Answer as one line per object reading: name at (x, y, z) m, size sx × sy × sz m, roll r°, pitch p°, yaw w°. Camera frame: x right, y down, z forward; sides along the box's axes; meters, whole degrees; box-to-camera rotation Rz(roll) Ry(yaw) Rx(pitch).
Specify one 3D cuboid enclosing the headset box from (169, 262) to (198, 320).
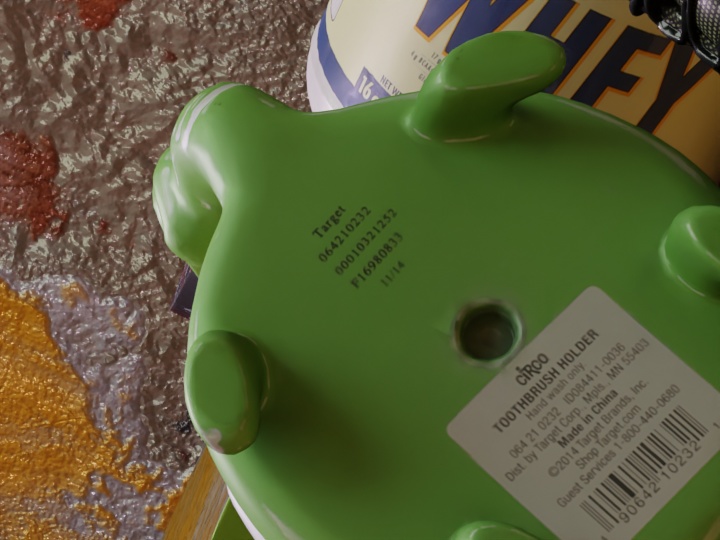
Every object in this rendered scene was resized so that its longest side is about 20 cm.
headset box at (0.000, 0.000, 1.242) m, size 0.200 × 0.148 × 0.075 m, roll 136°, pitch 156°, yaw -78°

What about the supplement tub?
supplement tub at (0.080, -0.113, 0.880) m, size 0.145 × 0.144 × 0.201 m, roll -73°, pitch 8°, yaw -58°

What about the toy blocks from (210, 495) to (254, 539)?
toy blocks at (-0.005, 0.127, 1.136) m, size 0.137 × 0.099 × 0.201 m, roll -5°, pitch -61°, yaw -82°

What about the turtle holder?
turtle holder at (0.018, 0.031, 0.682) m, size 0.132 × 0.184 × 0.142 m, roll 72°, pitch -148°, yaw -63°

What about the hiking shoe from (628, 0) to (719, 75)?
hiking shoe at (0.099, -0.060, 0.665) m, size 0.200 × 0.100 × 0.076 m, roll -76°, pitch 10°, yaw -65°
